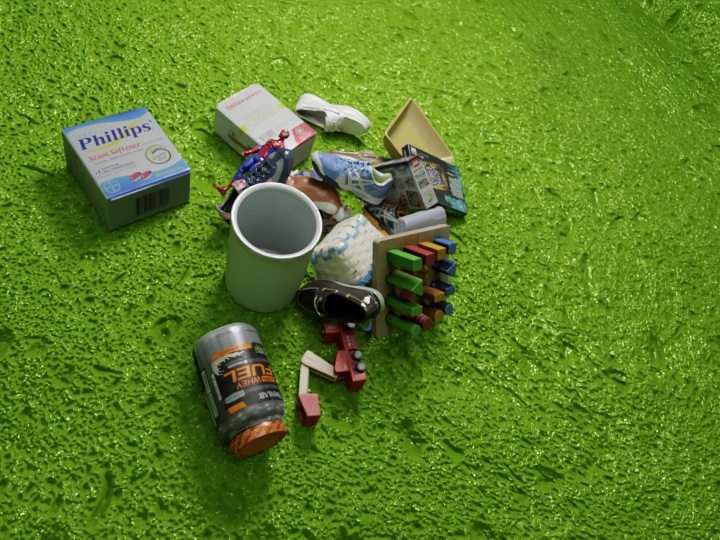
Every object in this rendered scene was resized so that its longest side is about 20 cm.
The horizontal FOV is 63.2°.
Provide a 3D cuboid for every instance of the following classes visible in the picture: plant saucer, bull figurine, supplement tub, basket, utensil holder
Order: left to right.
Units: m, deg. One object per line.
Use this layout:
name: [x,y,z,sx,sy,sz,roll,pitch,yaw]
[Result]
supplement tub: [-0.204,0.204,0.999,0.121,0.123,0.202,-14,62,-27]
utensil holder: [-0.176,-0.037,1.125,0.167,0.201,0.172,10,54,-14]
bull figurine: [-0.103,-0.177,1.275,0.197,0.065,0.123,16,50,-12]
basket: [0.000,0.000,1.215,0.201,0.138,0.177,54,47,-14]
plant saucer: [0.139,-0.304,1.475,0.201,0.048,0.201,50,44,-18]

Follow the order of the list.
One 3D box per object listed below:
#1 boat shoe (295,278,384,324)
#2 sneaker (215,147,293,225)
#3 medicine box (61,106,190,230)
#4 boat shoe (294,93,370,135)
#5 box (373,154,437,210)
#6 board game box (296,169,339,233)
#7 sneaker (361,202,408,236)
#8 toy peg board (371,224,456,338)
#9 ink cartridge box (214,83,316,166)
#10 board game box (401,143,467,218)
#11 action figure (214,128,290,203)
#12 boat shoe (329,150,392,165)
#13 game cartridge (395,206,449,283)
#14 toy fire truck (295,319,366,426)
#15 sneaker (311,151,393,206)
boat shoe: [-0.053,0.060,1.125,0.198,0.073,0.060,3,19,33]
sneaker: [-0.216,-0.175,1.197,0.070,0.201,0.082,41,8,31]
medicine box: [-0.477,-0.212,1.200,0.181,0.103,0.201,-28,71,-33]
boat shoe: [-0.074,-0.381,1.485,0.197,0.071,0.070,19,53,5]
box: [0.089,-0.191,1.304,0.034,0.199,0.111,-30,106,-20]
board game box: [-0.154,-0.147,1.306,0.197,0.047,0.153,-11,62,-26]
sneaker: [0.069,-0.115,1.309,0.078,0.078,0.200,27,17,-41]
toy peg board: [0.128,0.030,1.166,0.197,0.204,0.097,-14,23,-35]
ink cartridge box: [-0.226,-0.328,1.380,0.200,0.084,0.145,42,54,10]
board game box: [0.181,-0.214,1.420,0.198,0.028,0.138,13,62,-42]
action figure: [-0.224,-0.233,1.259,0.065,0.052,0.200,35,74,33]
boat shoe: [0.009,-0.253,1.427,0.197,0.076,0.073,14,48,-22]
game cartridge: [0.130,-0.022,1.242,0.131,0.204,0.041,-18,23,-30]
toy fire truck: [-0.063,0.183,1.110,0.138,0.049,0.203,-4,56,-18]
sneaker: [-0.016,-0.212,1.253,0.198,0.077,0.077,20,46,-32]
